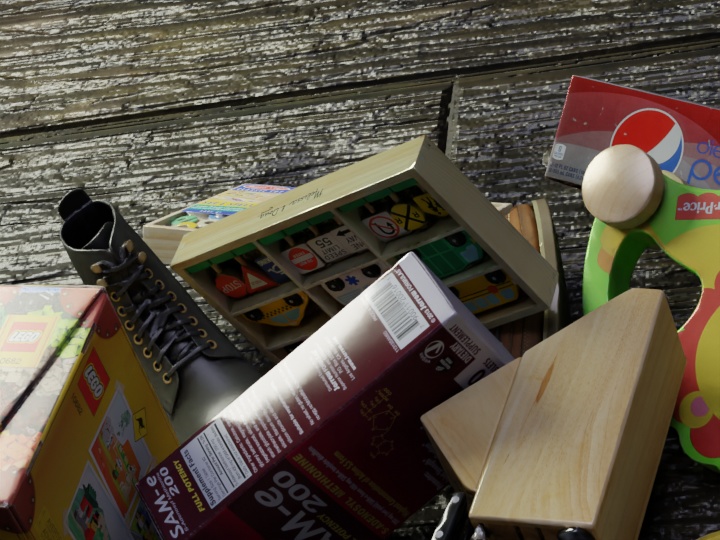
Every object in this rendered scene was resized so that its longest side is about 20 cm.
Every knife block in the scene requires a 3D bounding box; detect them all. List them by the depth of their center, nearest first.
[{"bbox_3d":[0.115,0.122,1.130,0.200,0.064,0.176,-31,45,-6],"label":"knife block"}]

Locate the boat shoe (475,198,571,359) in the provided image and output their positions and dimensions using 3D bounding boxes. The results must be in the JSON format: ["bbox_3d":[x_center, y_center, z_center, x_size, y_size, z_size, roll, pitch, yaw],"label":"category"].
[{"bbox_3d":[0.090,0.036,1.291,0.068,0.072,0.200,-10,43,10],"label":"boat shoe"}]

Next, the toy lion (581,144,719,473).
[{"bbox_3d":[0.213,0.028,1.224,0.199,0.069,0.192,1,74,34],"label":"toy lion"}]

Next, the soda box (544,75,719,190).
[{"bbox_3d":[0.216,-0.062,1.330,0.200,0.063,0.070,18,92,34],"label":"soda box"}]

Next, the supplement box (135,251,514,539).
[{"bbox_3d":[-0.010,0.095,1.202,0.200,0.109,0.061,-40,45,6],"label":"supplement box"}]

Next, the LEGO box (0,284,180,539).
[{"bbox_3d":[-0.162,0.129,1.199,0.077,0.200,0.149,0,46,21],"label":"LEGO box"}]

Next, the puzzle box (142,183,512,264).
[{"bbox_3d":[-0.018,-0.024,1.383,0.199,0.026,0.133,5,15,26],"label":"puzzle box"}]

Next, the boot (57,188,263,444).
[{"bbox_3d":[-0.115,0.041,1.294,0.077,0.139,0.200,-38,34,-13],"label":"boot"}]

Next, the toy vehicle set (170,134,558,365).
[{"bbox_3d":[0.000,0.000,1.269,0.200,0.124,0.027,-21,36,41],"label":"toy vehicle set"}]

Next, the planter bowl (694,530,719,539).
[{"bbox_3d":[0.194,0.188,1.083,0.200,0.084,0.201,-12,43,11],"label":"planter bowl"}]
